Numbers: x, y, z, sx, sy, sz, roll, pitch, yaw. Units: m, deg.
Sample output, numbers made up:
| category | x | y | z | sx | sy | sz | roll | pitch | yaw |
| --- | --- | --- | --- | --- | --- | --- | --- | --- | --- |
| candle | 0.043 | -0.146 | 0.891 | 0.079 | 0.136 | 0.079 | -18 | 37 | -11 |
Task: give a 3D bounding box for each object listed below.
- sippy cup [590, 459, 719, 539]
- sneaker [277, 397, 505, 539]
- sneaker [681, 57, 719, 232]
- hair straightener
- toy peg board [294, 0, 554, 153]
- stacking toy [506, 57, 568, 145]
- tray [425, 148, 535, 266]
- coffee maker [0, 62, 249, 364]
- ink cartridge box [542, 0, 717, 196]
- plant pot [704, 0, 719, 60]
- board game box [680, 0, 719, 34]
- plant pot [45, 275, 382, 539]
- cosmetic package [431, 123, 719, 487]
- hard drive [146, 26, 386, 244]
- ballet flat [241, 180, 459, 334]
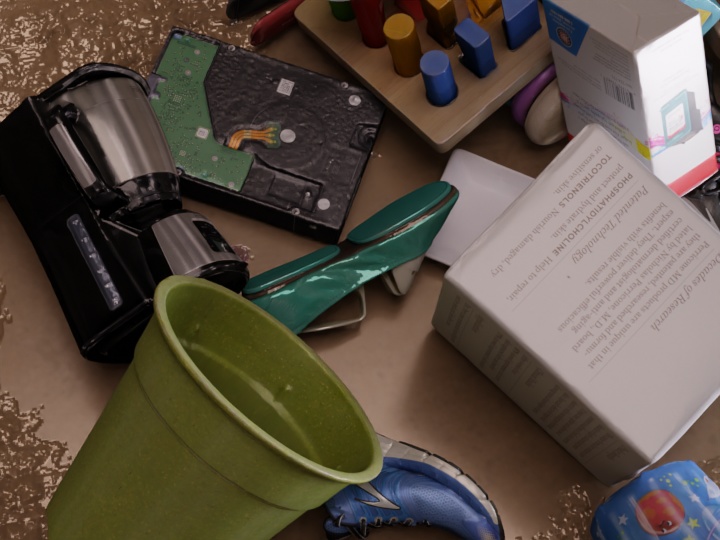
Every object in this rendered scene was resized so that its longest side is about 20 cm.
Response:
| category | x | y | z | sx | sy | sz | roll | pitch | yaw |
| --- | --- | --- | --- | --- | --- | --- | --- | --- | --- |
| sippy cup | 0.241 | 0.217 | 1.073 | 0.140 | 0.178 | 0.130 | -37 | 59 | 11 |
| sneaker | 0.014 | 0.174 | 1.101 | 0.200 | 0.079 | 0.089 | 22 | 73 | 13 |
| sneaker | 0.282 | -0.096 | 1.229 | 0.077 | 0.084 | 0.200 | 7 | 63 | -33 |
| hair straightener | -0.043 | -0.282 | 1.311 | 0.200 | 0.041 | 0.077 | -38 | 75 | -19 |
| toy peg board | 0.069 | -0.241 | 1.213 | 0.200 | 0.098 | 0.199 | -41 | 63 | -8 |
| stacking toy | 0.122 | -0.205 | 1.278 | 0.085 | 0.085 | 0.200 | -33 | 67 | -18 |
| tray | 0.151 | -0.020 | 1.223 | 0.200 | 0.022 | 0.108 | 23 | 65 | 5 |
| coffee maker | -0.206 | -0.028 | 1.139 | 0.135 | 0.192 | 0.200 | -9 | 65 | -50 |
| ink cartridge box | 0.220 | -0.133 | 1.167 | 0.067 | 0.200 | 0.116 | -32 | 44 | -13 |
| plant pot | 0.389 | -0.218 | 1.296 | 0.200 | 0.093 | 0.201 | 3 | 65 | -5 |
| board game box | 0.211 | -0.292 | 1.254 | 0.151 | 0.047 | 0.200 | 24 | 30 | -36 |
| plant pot | -0.121 | 0.139 | 1.024 | 0.200 | 0.200 | 0.190 | 45 | 104 | 14 |
| cosmetic package | 0.183 | 0.032 | 1.104 | 0.200 | 0.167 | 0.166 | 43 | 78 | 8 |
| hard drive | -0.091 | -0.115 | 1.234 | 0.200 | 0.038 | 0.140 | 18 | 65 | 2 |
| ballet flat | 0.000 | 0.000 | 1.176 | 0.200 | 0.067 | 0.070 | -28 | 108 | -9 |
